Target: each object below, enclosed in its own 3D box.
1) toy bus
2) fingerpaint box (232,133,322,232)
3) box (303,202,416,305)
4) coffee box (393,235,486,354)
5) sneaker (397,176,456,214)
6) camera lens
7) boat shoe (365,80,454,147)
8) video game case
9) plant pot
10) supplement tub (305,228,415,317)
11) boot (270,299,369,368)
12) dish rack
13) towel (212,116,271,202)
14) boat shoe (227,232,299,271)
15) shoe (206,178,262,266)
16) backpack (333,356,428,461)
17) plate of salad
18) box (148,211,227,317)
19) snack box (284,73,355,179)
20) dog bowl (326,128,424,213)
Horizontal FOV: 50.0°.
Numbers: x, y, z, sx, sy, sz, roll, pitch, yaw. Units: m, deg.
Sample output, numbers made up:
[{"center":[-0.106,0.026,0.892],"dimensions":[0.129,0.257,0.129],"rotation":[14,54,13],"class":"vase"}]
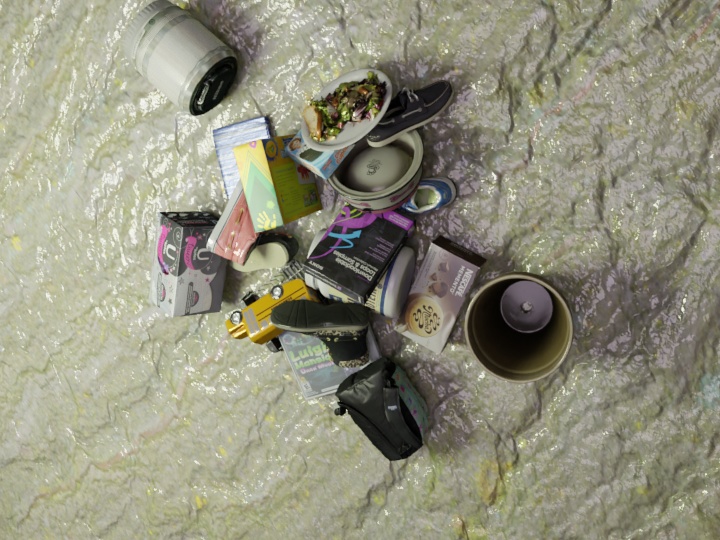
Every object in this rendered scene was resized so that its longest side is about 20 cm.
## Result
[{"center":[-0.183,0.091,1.616],"dimensions":[0.198,0.065,0.079],"rotation":[-32,70,12],"class":"toy bus"},{"center":[-0.163,-0.181,1.549],"dimensions":[0.072,0.200,0.170],"rotation":[-11,99,22],"class":"fingerpaint box"},{"center":[0.000,-0.048,1.488],"dimensions":[0.141,0.036,0.202],"rotation":[26,68,19],"class":"box"},{"center":[0.160,0.048,1.557],"dimensions":[0.112,0.080,0.203],"rotation":[28,109,12],"class":"coffee box"},{"center":[0.089,-0.150,1.538],"dimensions":[0.196,0.077,0.077],"rotation":[-8,101,23],"class":"sneaker"},{"center":[-0.363,-0.431,1.580],"dimensions":[0.199,0.160,0.161],"rotation":[40,111,6],"class":"camera lens"},{"center":[0.091,-0.311,1.464],"dimensions":[0.198,0.073,0.063],"rotation":[-33,134,-7],"class":"boat shoe"},{"center":[-0.061,0.175,1.657],"dimensions":[0.196,0.023,0.185],"rotation":[-17,109,14],"class":"video game case"},{"center":[0.308,0.088,1.466],"dimensions":[0.196,0.173,0.205],"rotation":[4,104,17],"class":"plant pot"},{"center":[0.000,0.000,1.565],"dimensions":[0.196,0.145,0.148],"rotation":[16,107,14],"class":"supplement tub"},{"center":[-0.076,0.135,1.565],"dimensions":[0.199,0.075,0.155],"rotation":[1,139,7],"class":"boot"},{"center":[-0.161,0.075,1.686],"dimensions":[0.199,0.055,0.155],"rotation":[-36,91,20],"class":"dish rack"},{"center":[-0.238,-0.218,1.665],"dimensions":[0.142,0.024,0.205],"rotation":[-10,97,23],"class":"towel"},{"center":[-0.222,-0.043,1.676],"dimensions":[0.198,0.063,0.075],"rotation":[0,114,32],"class":"boat shoe"},{"center":[-0.237,-0.113,1.613],"dimensions":[0.090,0.072,0.203],"rotation":[26,79,1],"class":"shoe"},{"center":[0.061,0.290,1.612],"dimensions":[0.165,0.127,0.201],"rotation":[-30,103,32],"class":"backpack"},{"center":[-0.032,-0.310,1.448],"dimensions":[0.197,0.203,0.048],"rotation":[-19,139,21],"class":"plate of salad"},{"center":[-0.371,-0.015,1.674],"dimensions":[0.114,0.130,0.204],"rotation":[25,111,42],"class":"box"},{"center":[-0.046,-0.282,1.502],"dimensions":[0.115,0.037,0.201],"rotation":[32,81,39],"class":"snack box"},{"center":[0.034,-0.198,1.498],"dimensions":[0.196,0.074,0.204],"rotation":[-8,57,12],"class":"dog bowl"}]
